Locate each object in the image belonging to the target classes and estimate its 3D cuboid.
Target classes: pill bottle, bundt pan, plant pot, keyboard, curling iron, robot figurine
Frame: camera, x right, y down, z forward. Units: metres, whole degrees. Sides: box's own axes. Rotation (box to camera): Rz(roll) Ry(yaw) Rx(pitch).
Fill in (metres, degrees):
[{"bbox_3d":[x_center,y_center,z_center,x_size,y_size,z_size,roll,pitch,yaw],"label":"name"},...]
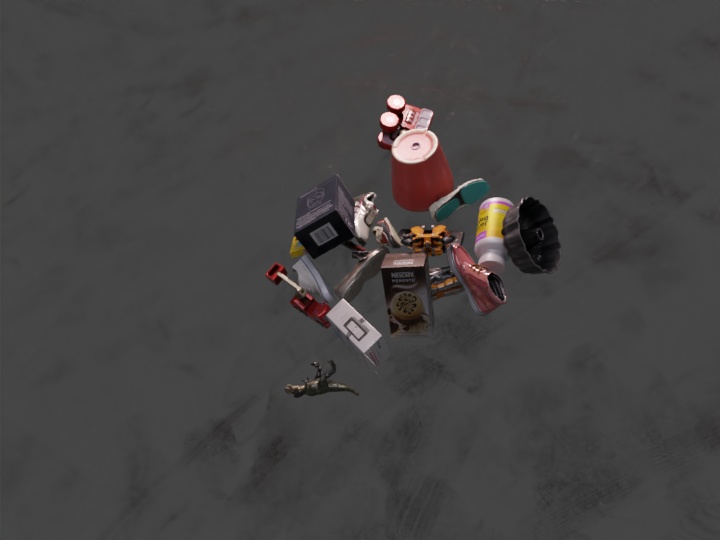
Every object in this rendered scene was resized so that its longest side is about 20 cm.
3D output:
[{"bbox_3d":[0.363,-0.089,1.416,0.101,0.105,0.204,3,57,19],"label":"pill bottle"},{"bbox_3d":[0.433,-0.082,1.351,0.075,0.200,0.206,-21,43,46],"label":"bundt pan"},{"bbox_3d":[0.177,-0.311,1.582,0.195,0.179,0.205,-8,53,11],"label":"plant pot"},{"bbox_3d":[0.198,-0.078,1.515,0.195,0.040,0.105,4,35,21],"label":"keyboard"},{"bbox_3d":[-0.032,-0.071,1.533,0.048,0.026,0.200,-5,20,-23],"label":"curling iron"},{"bbox_3d":[0.180,-0.080,1.381,0.141,0.060,0.200,-3,15,10],"label":"robot figurine"}]

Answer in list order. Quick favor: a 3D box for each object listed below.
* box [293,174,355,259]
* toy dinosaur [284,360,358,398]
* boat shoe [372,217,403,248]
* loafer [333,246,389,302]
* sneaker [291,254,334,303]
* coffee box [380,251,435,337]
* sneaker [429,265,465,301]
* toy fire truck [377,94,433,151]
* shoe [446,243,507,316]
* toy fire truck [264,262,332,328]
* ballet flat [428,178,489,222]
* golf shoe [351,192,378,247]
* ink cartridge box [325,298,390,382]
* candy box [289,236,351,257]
[{"bbox_3d":[-0.102,-0.158,1.516,0.146,0.108,0.203,-26,35,18],"label":"box"},{"bbox_3d":[-0.096,0.280,1.347,0.194,0.048,0.091,-5,69,14],"label":"toy dinosaur"},{"bbox_3d":[0.073,-0.098,1.497,0.062,0.072,0.201,-32,20,5],"label":"boat shoe"},{"bbox_3d":[0.000,0.000,1.495,0.062,0.072,0.200,31,73,39],"label":"loafer"},{"bbox_3d":[-0.139,0.038,1.518,0.070,0.073,0.201,-39,45,0],"label":"sneaker"},{"bbox_3d":[0.122,0.062,1.322,0.110,0.205,0.080,-2,27,16],"label":"coffee box"},{"bbox_3d":[0.187,0.036,1.409,0.194,0.079,0.079,-12,51,-3],"label":"sneaker"},{"bbox_3d":[0.150,-0.480,1.759,0.164,0.113,0.204,17,62,6],"label":"toy fire truck"},{"bbox_3d":[0.298,0.009,1.333,0.070,0.091,0.204,-16,76,-37],"label":"shoe"},{"bbox_3d":[-0.164,0.070,1.451,0.197,0.142,0.049,29,67,32],"label":"toy fire truck"},{"bbox_3d":[0.286,-0.218,1.555,0.197,0.072,0.072,-30,53,-4],"label":"ballet flat"},{"bbox_3d":[0.009,-0.162,1.573,0.087,0.077,0.203,-26,44,22],"label":"golf shoe"},{"bbox_3d":[0.007,0.179,1.338,0.068,0.117,0.199,-41,55,-12],"label":"ink cartridge box"},{"bbox_3d":[-0.117,-0.097,1.595,0.195,0.027,0.103,-17,30,10],"label":"candy box"}]
